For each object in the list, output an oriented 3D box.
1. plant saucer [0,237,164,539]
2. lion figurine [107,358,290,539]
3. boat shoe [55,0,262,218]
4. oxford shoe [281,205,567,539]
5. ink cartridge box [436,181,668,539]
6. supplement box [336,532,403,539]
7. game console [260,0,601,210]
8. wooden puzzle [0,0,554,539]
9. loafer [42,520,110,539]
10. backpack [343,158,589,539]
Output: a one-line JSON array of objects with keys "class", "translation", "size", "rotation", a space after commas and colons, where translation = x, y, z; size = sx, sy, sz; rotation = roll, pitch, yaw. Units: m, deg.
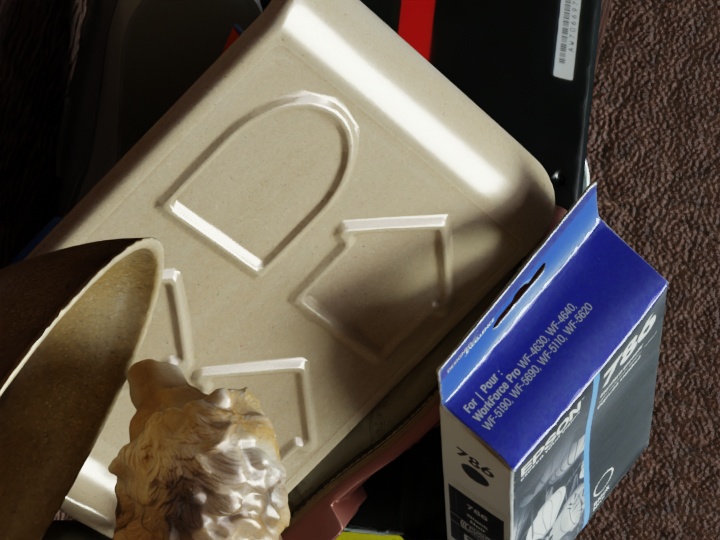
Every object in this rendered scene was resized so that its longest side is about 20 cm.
[{"class": "plant saucer", "translation": [-0.126, 0.069, 0.877], "size": [0.201, 0.035, 0.200], "rotation": [-58, 174, -10]}, {"class": "lion figurine", "translation": [-0.088, 0.124, 0.966], "size": [0.200, 0.072, 0.122], "rotation": [-56, 167, 0]}, {"class": "boat shoe", "translation": [-0.075, -0.042, 1.051], "size": [0.072, 0.070, 0.201], "rotation": [-105, -156, -49]}, {"class": "oxford shoe", "translation": [-0.002, 0.039, 1.113], "size": [0.200, 0.075, 0.070], "rotation": [-48, 179, 6]}, {"class": "ink cartridge box", "translation": [0.074, 0.055, 1.116], "size": [0.100, 0.039, 0.200], "rotation": [-49, 160, -18]}, {"class": "supplement box", "translation": [-0.006, 0.205, 1.289], "size": [0.110, 0.108, 0.200], "rotation": [104, -2, -52]}, {"class": "game console", "translation": [0.013, -0.113, 1.137], "size": [0.031, 0.176, 0.201], "rotation": [167, -69, -65]}, {"class": "wooden puzzle", "translation": [-0.043, 0.001, 1.016], "size": [0.200, 0.046, 0.185], "rotation": [-49, 141, 4]}, {"class": "loafer", "translation": [-0.106, 0.148, 1.142], "size": [0.200, 0.067, 0.076], "rotation": [82, 23, -73]}, {"class": "backpack", "translation": [0.000, 0.000, 1.216], "size": [0.151, 0.177, 0.201], "rotation": [-134, -126, -60]}]
